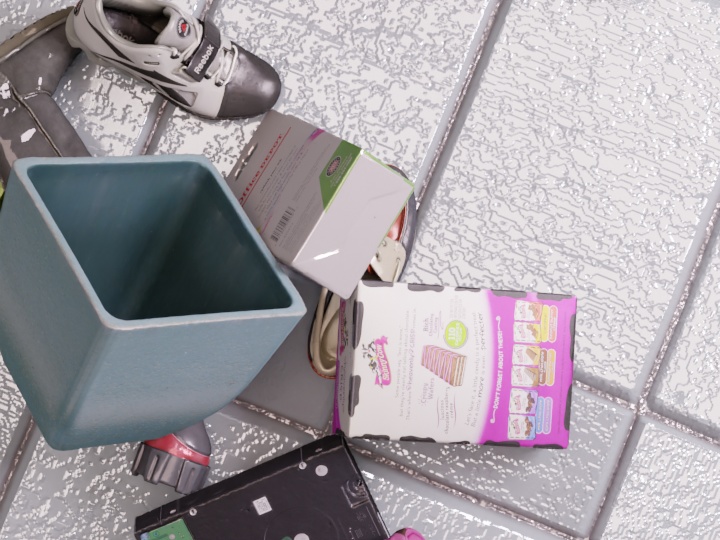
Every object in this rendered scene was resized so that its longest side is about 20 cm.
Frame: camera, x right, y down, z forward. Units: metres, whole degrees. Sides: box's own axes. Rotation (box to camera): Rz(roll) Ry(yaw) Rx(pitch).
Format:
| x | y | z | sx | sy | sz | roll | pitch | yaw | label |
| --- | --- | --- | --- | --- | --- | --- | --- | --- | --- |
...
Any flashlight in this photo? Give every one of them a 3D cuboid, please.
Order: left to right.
| x | y | z | sx | sy | sz | roll | pitch | yaw | label |
| --- | --- | --- | --- | --- | --- | --- | --- | --- | --- |
| -0.139 | 0.098 | 1.769 | 0.068 | 0.068 | 0.200 | 24 | 86 | -34 | flashlight |

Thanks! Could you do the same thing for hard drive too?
| x | y | z | sx | sy | sz | roll | pitch | yaw | label |
| --- | --- | --- | --- | --- | --- | --- | --- | --- | --- |
| -0.080 | 0.240 | 1.744 | 0.200 | 0.038 | 0.140 | -24 | 109 | 3 | hard drive |

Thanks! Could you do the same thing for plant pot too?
| x | y | z | sx | sy | sz | roll | pitch | yaw | label |
| --- | --- | --- | --- | --- | --- | --- | --- | --- | --- |
| -0.202 | 0.042 | 1.672 | 0.196 | 0.196 | 0.200 | 55 | 131 | 32 | plant pot |

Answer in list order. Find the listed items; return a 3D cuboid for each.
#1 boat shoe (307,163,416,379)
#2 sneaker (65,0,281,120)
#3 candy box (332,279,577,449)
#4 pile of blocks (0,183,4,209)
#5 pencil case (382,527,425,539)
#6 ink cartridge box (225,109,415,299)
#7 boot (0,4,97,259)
| x | y | z | sx | sy | sz | roll | pitch | yaw | label |
| --- | --- | --- | --- | --- | --- | --- | --- | --- | --- |
| 0.000 | 0.000 | 1.762 | 0.071 | 0.063 | 0.200 | 18 | 87 | 8 | boat shoe |
| -0.157 | -0.191 | 1.753 | 0.200 | 0.089 | 0.074 | 19 | 73 | -16 | sneaker |
| 0.081 | 0.081 | 1.720 | 0.200 | 0.061 | 0.136 | 5 | 87 | -16 | candy box |
| -0.298 | -0.041 | 1.792 | 0.082 | 0.062 | 0.200 | -39 | 85 | 2 | pile of blocks |
| -0.020 | 0.303 | 1.704 | 0.200 | 0.091 | 0.094 | -28 | 95 | 9 | pencil case |
| -0.046 | -0.063 | 1.735 | 0.067 | 0.200 | 0.117 | 31 | 91 | -30 | ink cartridge box |
| -0.260 | -0.118 | 1.776 | 0.182 | 0.073 | 0.200 | -37 | 87 | -23 | boot |
